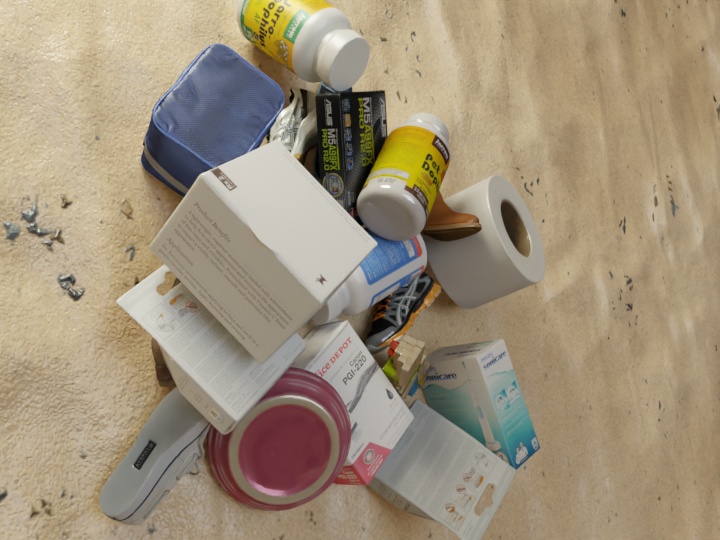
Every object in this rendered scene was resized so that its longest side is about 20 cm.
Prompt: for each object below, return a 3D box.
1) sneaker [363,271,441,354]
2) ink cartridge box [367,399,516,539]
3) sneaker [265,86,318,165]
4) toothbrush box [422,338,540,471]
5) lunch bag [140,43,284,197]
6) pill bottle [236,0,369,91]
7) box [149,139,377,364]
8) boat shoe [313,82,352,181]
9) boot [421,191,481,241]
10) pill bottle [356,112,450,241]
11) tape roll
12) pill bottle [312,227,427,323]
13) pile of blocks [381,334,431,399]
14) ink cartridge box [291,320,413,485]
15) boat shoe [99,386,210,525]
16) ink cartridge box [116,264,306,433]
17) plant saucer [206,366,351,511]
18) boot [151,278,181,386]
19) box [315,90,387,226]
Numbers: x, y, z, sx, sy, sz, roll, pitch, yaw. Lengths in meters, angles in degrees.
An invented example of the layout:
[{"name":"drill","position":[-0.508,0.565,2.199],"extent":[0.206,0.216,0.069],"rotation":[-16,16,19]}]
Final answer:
[{"name":"sneaker","position":[0.056,0.064,1.217],"extent":[0.077,0.078,0.200],"rotation":[48,48,-7]},{"name":"ink cartridge box","position":[0.126,0.324,1.162],"extent":[0.199,0.047,0.160],"rotation":[34,52,12]},{"name":"sneaker","position":[-0.120,-0.194,1.128],"extent":[0.087,0.076,0.201],"rotation":[30,68,2]},{"name":"toothbrush box","position":[0.197,0.230,1.247],"extent":[0.085,0.146,0.202],"rotation":[-25,96,-42]},{"name":"lunch bag","position":[-0.203,-0.198,1.007],"extent":[0.135,0.132,0.201],"rotation":[37,57,-9]},{"name":"pill bottle","position":[-0.084,-0.351,1.090],"extent":[0.200,0.114,0.112],"rotation":[40,44,24]},{"name":"box","position":[-0.112,-0.031,0.910],"extent":[0.199,0.131,0.200],"rotation":[46,30,-1]},{"name":"boat shoe","position":[-0.027,-0.238,1.207],"extent":[0.083,0.068,0.203],"rotation":[9,75,-39]},{"name":"boot","position":[0.113,-0.132,1.219],"extent":[0.074,0.198,0.157],"rotation":[24,72,-59]},{"name":"pill bottle","position":[0.074,-0.150,1.130],"extent":[0.109,0.109,0.201],"rotation":[43,50,-25]},{"name":"tape roll","position":[0.219,-0.049,1.297],"extent":[0.202,0.138,0.205],"rotation":[36,41,-40]},{"name":"pill bottle","position":[0.000,0.000,1.143],"extent":[0.199,0.112,0.113],"rotation":[-29,100,-32]},{"name":"pile of blocks","position":[0.064,0.156,1.169],"extent":[0.083,0.062,0.200],"rotation":[-60,163,-12]},{"name":"ink cartridge box","position":[-0.029,0.197,1.100],"extent":[0.201,0.084,0.146],"rotation":[55,52,-15]},{"name":"boat shoe","position":[-0.231,0.230,0.918],"extent":[0.203,0.074,0.086],"rotation":[-57,147,-21]},{"name":"ink cartridge box","position":[-0.185,0.078,0.914],"extent":[0.200,0.047,0.160],"rotation":[44,43,0]},{"name":"plant saucer","position":[-0.105,0.233,0.986],"extent":[0.198,0.051,0.203],"rotation":[-2,99,-15]},{"name":"boot","position":[-0.192,0.093,1.000],"extent":[0.198,0.070,0.148],"rotation":[10,80,-38]},{"name":"box","position":[-0.007,-0.174,1.134],"extent":[0.160,0.044,0.203],"rotation":[-25,116,-60]}]
